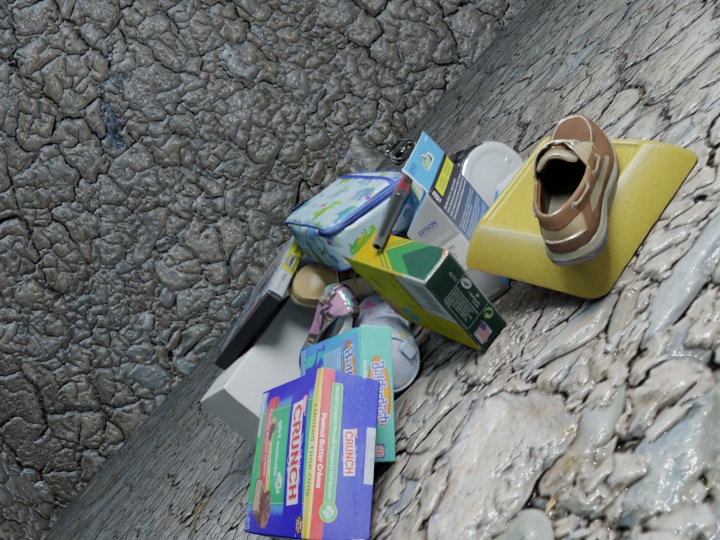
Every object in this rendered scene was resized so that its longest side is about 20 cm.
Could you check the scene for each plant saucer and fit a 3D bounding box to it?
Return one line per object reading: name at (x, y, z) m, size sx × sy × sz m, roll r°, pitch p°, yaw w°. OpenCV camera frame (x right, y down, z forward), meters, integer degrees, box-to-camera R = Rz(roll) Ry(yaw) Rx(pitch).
plant saucer at (0.223, -0.076, 0.797) m, size 0.201 × 0.049 × 0.199 m, roll -51°, pitch 33°, yaw -15°

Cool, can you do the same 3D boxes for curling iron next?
curling iron at (0.041, -0.098, 0.941) m, size 0.026 × 0.049 × 0.202 m, roll 102°, pitch -178°, yaw -51°

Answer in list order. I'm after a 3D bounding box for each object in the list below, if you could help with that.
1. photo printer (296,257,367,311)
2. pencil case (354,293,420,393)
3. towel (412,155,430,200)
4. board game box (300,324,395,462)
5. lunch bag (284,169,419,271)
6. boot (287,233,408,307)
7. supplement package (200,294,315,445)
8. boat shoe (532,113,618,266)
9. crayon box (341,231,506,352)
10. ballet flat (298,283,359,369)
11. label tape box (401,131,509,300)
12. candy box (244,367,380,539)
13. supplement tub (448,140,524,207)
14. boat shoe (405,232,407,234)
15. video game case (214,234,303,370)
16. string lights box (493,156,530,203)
photo printer at (-0.036, 0.024, 1.263) m, size 0.164 × 0.070 × 0.200 m, roll -11°, pitch -20°, yaw -5°
pencil case at (0.037, 0.095, 1.030) m, size 0.090 × 0.084 × 0.200 m, roll -25°, pitch 14°, yaw 8°
towel at (0.089, -0.063, 1.184) m, size 0.154 × 0.023 × 0.202 m, roll -106°, pitch 27°, yaw -47°
board game box at (-0.022, 0.160, 0.916) m, size 0.200 × 0.044 × 0.154 m, roll 152°, pitch 121°, yaw -62°
lunch bag at (-0.010, -0.079, 1.055) m, size 0.160 × 0.083 × 0.200 m, roll -35°, pitch 20°, yaw -15°
boot at (0.000, 0.000, 1.086) m, size 0.197 × 0.074 × 0.155 m, roll -7°, pitch -10°, yaw -19°
supplement package at (-0.140, 0.159, 1.185) m, size 0.121 × 0.120 × 0.201 m, roll -33°, pitch 19°, yaw 54°
boat shoe at (0.207, -0.097, 0.723) m, size 0.075 × 0.072 × 0.202 m, roll -20°, pitch 37°, yaw 31°
crayon box at (0.071, 0.019, 0.898) m, size 0.051 × 0.127 × 0.199 m, roll -49°, pitch 29°, yaw -12°
ballet flat at (-0.044, 0.109, 1.062) m, size 0.072 × 0.068 × 0.202 m, roll 62°, pitch 146°, yaw 40°
label tape box at (0.115, -0.067, 0.965) m, size 0.066 × 0.200 × 0.144 m, roll -37°, pitch 14°, yaw 29°
candy box at (-0.057, 0.212, 0.822) m, size 0.200 × 0.076 × 0.172 m, roll -30°, pitch 50°, yaw 58°
supplement tub at (0.171, -0.126, 1.173) m, size 0.123 × 0.122 × 0.200 m, roll -50°, pitch 10°, yaw -13°
boat shoe at (0.064, -0.075, 1.129) m, size 0.200 × 0.070 × 0.064 m, roll 167°, pitch 109°, yaw -75°
video game case at (-0.151, 0.038, 1.166) m, size 0.200 × 0.025 × 0.182 m, roll -48°, pitch 14°, yaw 39°
string lights box at (0.226, -0.085, 0.973) m, size 0.103 × 0.059 × 0.201 m, roll -41°, pitch 13°, yaw 31°
